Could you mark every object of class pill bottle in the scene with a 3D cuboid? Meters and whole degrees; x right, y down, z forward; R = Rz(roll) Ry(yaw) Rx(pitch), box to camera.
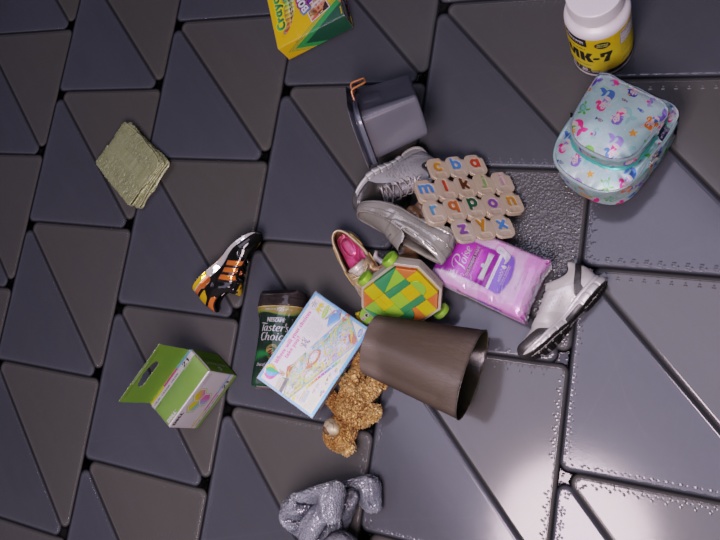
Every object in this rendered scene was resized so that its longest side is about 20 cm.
[{"bbox_3d":[0.421,-0.439,1.274,0.112,0.200,0.116,-6,75,22],"label":"pill bottle"}]

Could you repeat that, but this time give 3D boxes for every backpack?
[{"bbox_3d":[0.436,-0.224,1.255,0.177,0.150,0.202,36,98,25],"label":"backpack"}]

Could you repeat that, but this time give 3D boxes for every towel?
[{"bbox_3d":[-0.552,-0.256,1.747,0.200,0.036,0.149,42,97,25],"label":"towel"}]

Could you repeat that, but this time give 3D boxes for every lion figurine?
[{"bbox_3d":[0.093,-0.053,1.389,0.120,0.073,0.203,16,81,3],"label":"lion figurine"}]

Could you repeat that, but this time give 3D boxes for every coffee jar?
[{"bbox_3d":[-0.161,0.139,1.459,0.103,0.085,0.204,-2,77,22],"label":"coffee jar"}]

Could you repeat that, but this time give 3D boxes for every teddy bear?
[{"bbox_3d":[-0.017,0.251,1.381,0.200,0.067,0.145,-48,63,6],"label":"teddy bear"}]

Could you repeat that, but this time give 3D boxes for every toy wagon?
[{"bbox_3d":[0.064,0.058,1.353,0.155,0.040,0.199,44,124,-14],"label":"toy wagon"}]

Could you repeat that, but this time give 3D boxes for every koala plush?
[{"bbox_3d":[-0.051,0.491,1.294,0.182,0.176,0.203,-25,69,28],"label":"koala plush"}]

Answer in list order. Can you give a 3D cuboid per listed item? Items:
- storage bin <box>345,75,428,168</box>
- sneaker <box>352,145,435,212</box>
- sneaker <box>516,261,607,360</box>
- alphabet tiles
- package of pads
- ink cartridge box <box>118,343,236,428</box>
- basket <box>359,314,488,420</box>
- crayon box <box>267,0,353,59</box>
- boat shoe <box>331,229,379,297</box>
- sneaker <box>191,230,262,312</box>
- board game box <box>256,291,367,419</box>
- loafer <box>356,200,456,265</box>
[{"bbox_3d":[0.050,-0.314,1.413,0.132,0.147,0.201,-19,28,7],"label":"storage bin"},{"bbox_3d":[0.084,-0.163,1.381,0.199,0.076,0.115,-39,48,-20],"label":"sneaker"},{"bbox_3d":[0.341,0.072,1.269,0.200,0.074,0.080,-47,62,-2],"label":"sneaker"},{"bbox_3d":[0.201,-0.133,1.331,0.197,0.015,0.198,-8,58,-17],"label":"alphabet tiles"},{"bbox_3d":[0.240,0.003,1.322,0.198,0.076,0.122,26,86,26],"label":"package of pads"},{"bbox_3d":[-0.368,0.239,1.462,0.076,0.200,0.149,39,95,25],"label":"ink cartridge box"},{"bbox_3d":[0.109,0.157,1.292,0.197,0.138,0.181,15,43,22],"label":"basket"},{"bbox_3d":[-0.121,-0.608,1.627,0.170,0.058,0.203,-20,71,18],"label":"crayon box"},{"bbox_3d":[0.000,0.000,1.429,0.074,0.069,0.201,-41,66,10],"label":"boat shoe"},{"bbox_3d":[-0.269,0.004,1.554,0.200,0.070,0.090,-42,80,10],"label":"sneaker"},{"bbox_3d":[-0.088,0.161,1.383,0.133,0.034,0.201,33,81,11],"label":"board game box"},{"bbox_3d":[0.076,-0.071,1.319,0.197,0.070,0.070,22,68,19],"label":"loafer"}]
